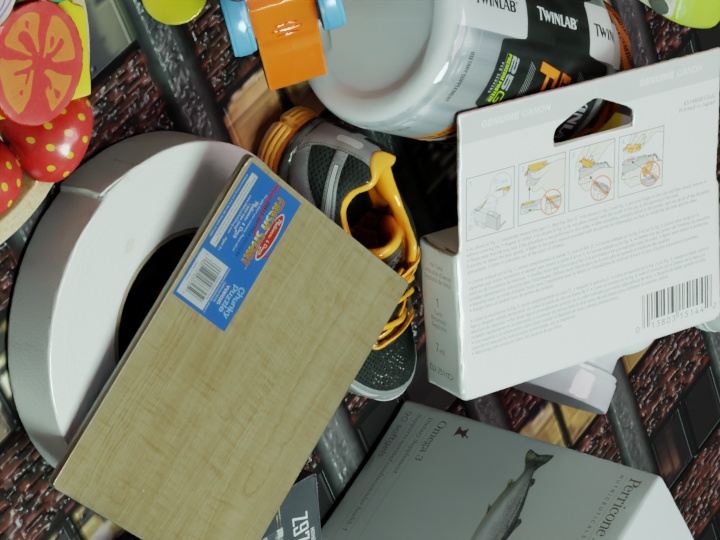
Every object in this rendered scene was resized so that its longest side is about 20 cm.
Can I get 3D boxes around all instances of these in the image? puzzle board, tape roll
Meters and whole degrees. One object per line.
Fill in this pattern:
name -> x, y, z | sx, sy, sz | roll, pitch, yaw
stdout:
puzzle board -> -0.069, 0.056, 1.205 | 0.151, 0.017, 0.201 | 38, 79, -43
tape roll -> -0.106, 0.026, 1.213 | 0.202, 0.037, 0.205 | -17, 113, -46

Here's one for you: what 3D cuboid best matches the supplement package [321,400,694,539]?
supplement package -> 0.094, 0.178, 1.370 | 0.117, 0.199, 0.118 | -55, 136, -25

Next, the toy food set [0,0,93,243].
toy food set -> -0.198, -0.095, 1.057 | 0.199, 0.048, 0.200 | -22, 117, -45

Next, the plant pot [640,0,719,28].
plant pot -> 0.194, -0.279, 1.326 | 0.181, 0.200, 0.200 | -44, 160, -24

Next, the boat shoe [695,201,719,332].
boat shoe -> 0.306, -0.044, 1.665 | 0.072, 0.068, 0.201 | 47, 65, -46

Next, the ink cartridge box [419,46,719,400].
ink cartridge box -> 0.128, -0.033, 1.328 | 0.199, 0.045, 0.178 | -16, 114, -30

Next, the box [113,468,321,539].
box -> -0.084, 0.231, 1.294 | 0.160, 0.043, 0.202 | -27, 121, -43

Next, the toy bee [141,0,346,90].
toy bee -> -0.043, -0.172, 1.161 | 0.130, 0.200, 0.110 | -11, 78, -22

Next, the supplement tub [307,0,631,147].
supplement tub -> 0.067, -0.133, 1.308 | 0.199, 0.122, 0.124 | 5, 97, -51

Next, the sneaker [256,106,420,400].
sneaker -> 0.000, 0.000, 1.303 | 0.078, 0.077, 0.201 | -48, 135, -33

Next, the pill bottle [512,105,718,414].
pill bottle -> 0.153, -0.014, 1.455 | 0.112, 0.111, 0.202 | 26, 80, -50
